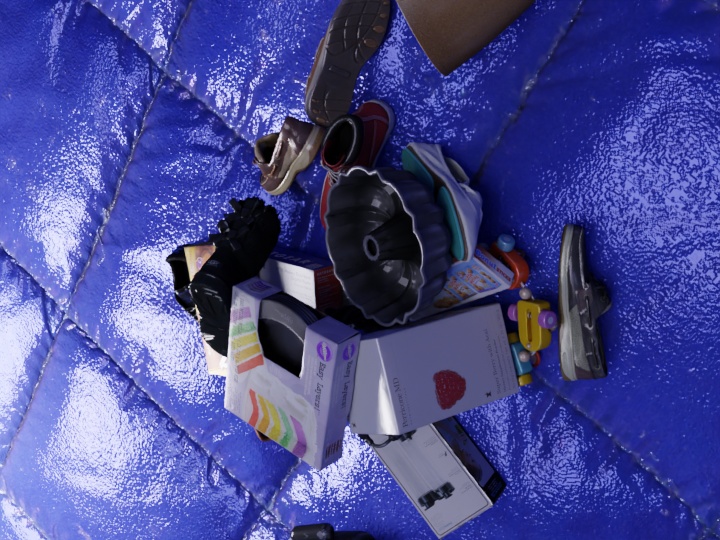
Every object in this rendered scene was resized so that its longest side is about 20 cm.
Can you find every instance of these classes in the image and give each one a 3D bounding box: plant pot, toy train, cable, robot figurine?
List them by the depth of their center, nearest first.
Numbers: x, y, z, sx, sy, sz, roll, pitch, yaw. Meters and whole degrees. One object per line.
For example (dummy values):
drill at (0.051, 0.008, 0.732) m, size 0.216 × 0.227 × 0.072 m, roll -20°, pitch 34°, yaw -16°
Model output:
plant pot at (0.141, -0.355, 1.027) m, size 0.198 × 0.186 × 0.189 m, roll -26°, pitch 92°, yaw 19°
toy train at (0.202, 0.059, 1.181) m, size 0.150 × 0.055 × 0.202 m, roll 46°, pitch 137°, yaw 41°
cable at (0.021, 0.126, 1.221) m, size 0.201 × 0.162 × 0.051 m, roll 53°, pitch 161°, yaw 3°
robot figurine at (-0.039, 0.469, 1.400) m, size 0.197 × 0.124 × 0.153 m, roll -11°, pitch 76°, yaw 32°

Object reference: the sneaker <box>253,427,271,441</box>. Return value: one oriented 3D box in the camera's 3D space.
sneaker at (-0.118, 0.164, 1.262) m, size 0.202 × 0.072 × 0.085 m, roll 102°, pitch 158°, yaw -43°

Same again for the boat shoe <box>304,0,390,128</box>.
boat shoe at (-0.026, -0.290, 1.187) m, size 0.075 × 0.072 × 0.202 m, roll 24°, pitch 100°, yaw -22°

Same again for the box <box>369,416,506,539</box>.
box at (0.102, 0.269, 1.293) m, size 0.117 × 0.060 × 0.201 m, roll -43°, pitch 81°, yaw 32°

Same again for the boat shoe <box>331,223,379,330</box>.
boat shoe at (0.000, 0.000, 1.267) m, size 0.074 × 0.062 × 0.203 m, roll 36°, pitch 125°, yaw 37°

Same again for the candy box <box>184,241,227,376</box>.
candy box at (-0.197, 0.057, 1.345) m, size 0.116 × 0.056 × 0.204 m, roll 0°, pitch 101°, yaw 50°

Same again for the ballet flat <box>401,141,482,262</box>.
ballet flat at (0.116, -0.096, 1.130) m, size 0.070 × 0.069 × 0.201 m, roll -55°, pitch 44°, yaw 30°

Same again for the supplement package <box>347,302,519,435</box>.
supplement package at (0.084, 0.126, 1.151) m, size 0.119 × 0.198 × 0.123 m, roll -14°, pitch 89°, yaw 59°

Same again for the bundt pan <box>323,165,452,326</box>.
bundt pan at (0.041, -0.038, 1.120) m, size 0.201 × 0.075 × 0.205 m, roll 30°, pitch 129°, yaw 45°

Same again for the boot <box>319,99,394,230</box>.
boot at (-0.030, -0.124, 1.199) m, size 0.072 × 0.144 × 0.202 m, roll 27°, pitch 119°, yaw 12°

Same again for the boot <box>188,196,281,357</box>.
boot at (-0.164, 0.009, 1.235) m, size 0.072 × 0.164 × 0.200 m, roll 15°, pitch 145°, yaw 17°

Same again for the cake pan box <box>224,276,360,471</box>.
cake pan box at (-0.092, 0.127, 1.148) m, size 0.183 × 0.052 × 0.203 m, roll 26°, pitch 121°, yaw 29°

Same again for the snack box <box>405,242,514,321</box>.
snack box at (0.107, 0.019, 1.182) m, size 0.072 × 0.025 × 0.199 m, roll 37°, pitch 146°, yaw -22°

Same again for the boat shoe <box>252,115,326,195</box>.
boat shoe at (-0.112, -0.162, 1.233) m, size 0.071 × 0.073 × 0.200 m, roll 27°, pitch 163°, yaw -15°

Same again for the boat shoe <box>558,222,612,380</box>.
boat shoe at (0.281, 0.041, 1.120) m, size 0.065 × 0.072 × 0.204 m, roll 1°, pitch 105°, yaw 18°

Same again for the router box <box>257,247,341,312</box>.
router box at (-0.106, 0.065, 1.322) m, size 0.198 × 0.048 × 0.183 m, roll 13°, pitch 112°, yaw 47°

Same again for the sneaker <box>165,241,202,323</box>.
sneaker at (-0.250, 0.056, 1.420) m, size 0.069 × 0.078 × 0.203 m, roll -20°, pitch 94°, yaw 32°
